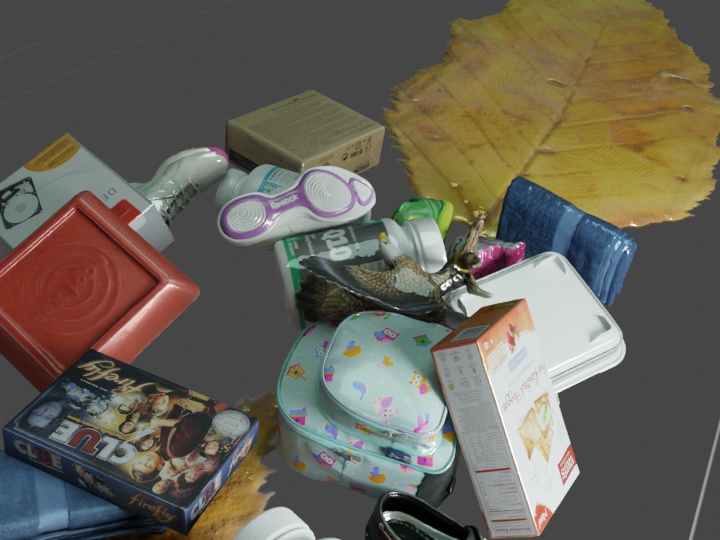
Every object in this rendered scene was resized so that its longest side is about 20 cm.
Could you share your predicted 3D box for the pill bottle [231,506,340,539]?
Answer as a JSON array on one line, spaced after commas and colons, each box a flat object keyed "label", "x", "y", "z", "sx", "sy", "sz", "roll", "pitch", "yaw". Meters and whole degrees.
[{"label": "pill bottle", "x": -0.025, "y": 0.293, "z": 0.760, "sx": 0.119, "sy": 0.120, "sz": 0.200, "roll": -24, "pitch": 47, "yaw": -38}]

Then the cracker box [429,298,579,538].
[{"label": "cracker box", "x": 0.149, "y": 0.145, "z": 0.930, "sx": 0.057, "sy": 0.202, "sz": 0.134, "roll": -13, "pitch": 9, "yaw": 33}]

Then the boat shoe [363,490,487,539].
[{"label": "boat shoe", "x": 0.095, "y": 0.277, "z": 0.865, "sx": 0.200, "sy": 0.064, "sz": 0.074, "roll": 26, "pitch": 36, "yaw": 19}]

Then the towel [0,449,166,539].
[{"label": "towel", "x": -0.282, "y": 0.209, "z": 0.872, "sx": 0.198, "sy": 0.049, "sz": 0.112, "roll": -6, "pitch": 38, "yaw": -21}]

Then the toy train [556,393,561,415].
[{"label": "toy train", "x": 0.153, "y": 0.115, "z": 1.112, "sx": 0.199, "sy": 0.056, "sz": 0.151, "roll": 27, "pitch": 56, "yaw": 12}]

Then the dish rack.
[{"label": "dish rack", "x": 0.202, "y": 0.061, "z": 1.096, "sx": 0.199, "sy": 0.044, "sz": 0.172, "roll": -22, "pitch": 61, "yaw": -19}]

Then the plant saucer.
[{"label": "plant saucer", "x": -0.315, "y": 0.024, "z": 1.022, "sx": 0.200, "sy": 0.037, "sz": 0.200, "roll": 39, "pitch": 71, "yaw": 15}]

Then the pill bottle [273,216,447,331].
[{"label": "pill bottle", "x": 0.000, "y": 0.000, "z": 1.140, "sx": 0.198, "sy": 0.114, "sz": 0.113, "roll": -12, "pitch": 39, "yaw": -8}]

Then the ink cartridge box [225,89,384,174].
[{"label": "ink cartridge box", "x": -0.086, "y": -0.199, "z": 1.457, "sx": 0.164, "sy": 0.076, "sz": 0.199, "roll": 31, "pitch": 41, "yaw": 28}]

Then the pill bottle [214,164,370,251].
[{"label": "pill bottle", "x": -0.094, "y": -0.076, "z": 1.256, "sx": 0.198, "sy": 0.112, "sz": 0.111, "roll": 18, "pitch": 36, "yaw": 12}]

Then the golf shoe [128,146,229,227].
[{"label": "golf shoe", "x": -0.256, "y": -0.089, "z": 1.229, "sx": 0.199, "sy": 0.075, "sz": 0.092, "roll": -29, "pitch": 53, "yaw": 5}]

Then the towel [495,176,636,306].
[{"label": "towel", "x": 0.280, "y": -0.043, "z": 1.291, "sx": 0.199, "sy": 0.112, "sz": 0.048, "roll": 35, "pitch": 49, "yaw": 30}]

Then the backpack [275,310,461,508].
[{"label": "backpack", "x": 0.009, "y": 0.135, "z": 0.959, "sx": 0.198, "sy": 0.154, "sz": 0.177, "roll": 9, "pitch": 47, "yaw": 12}]

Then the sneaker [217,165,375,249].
[{"label": "sneaker", "x": -0.081, "y": -0.075, "z": 1.163, "sx": 0.198, "sy": 0.100, "sz": 0.076, "roll": -13, "pitch": 78, "yaw": -7}]

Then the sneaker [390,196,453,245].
[{"label": "sneaker", "x": 0.077, "y": -0.046, "z": 1.296, "sx": 0.083, "sy": 0.075, "sz": 0.200, "roll": 17, "pitch": 27, "yaw": 5}]

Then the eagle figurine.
[{"label": "eagle figurine", "x": 0.034, "y": 0.021, "z": 1.031, "sx": 0.199, "sy": 0.153, "sz": 0.151, "roll": -20, "pitch": 29, "yaw": -16}]

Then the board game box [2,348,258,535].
[{"label": "board game box", "x": -0.216, "y": 0.157, "z": 0.888, "sx": 0.198, "sy": 0.035, "sz": 0.136, "roll": 19, "pitch": 36, "yaw": 14}]

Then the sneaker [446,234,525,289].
[{"label": "sneaker", "x": 0.151, "y": -0.004, "z": 1.233, "sx": 0.088, "sy": 0.082, "sz": 0.200, "roll": 12, "pitch": 8, "yaw": 24}]

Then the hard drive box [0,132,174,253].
[{"label": "hard drive box", "x": -0.355, "y": -0.058, "z": 1.148, "sx": 0.199, "sy": 0.077, "sz": 0.156, "roll": 35, "pitch": 69, "yaw": 31}]
